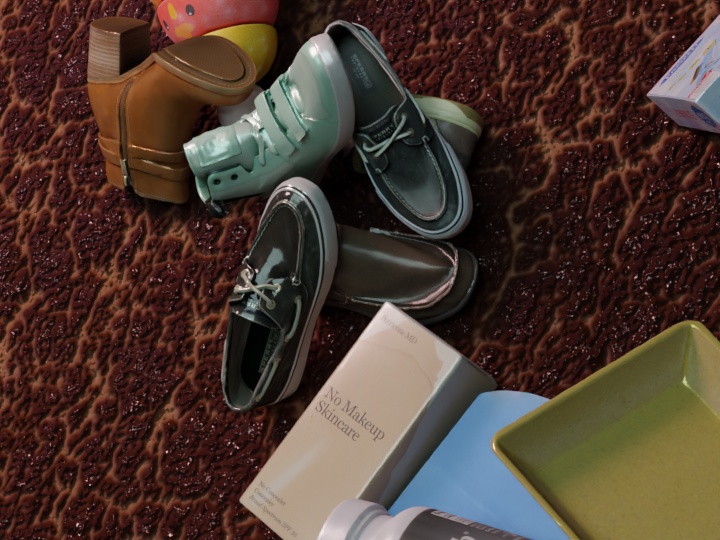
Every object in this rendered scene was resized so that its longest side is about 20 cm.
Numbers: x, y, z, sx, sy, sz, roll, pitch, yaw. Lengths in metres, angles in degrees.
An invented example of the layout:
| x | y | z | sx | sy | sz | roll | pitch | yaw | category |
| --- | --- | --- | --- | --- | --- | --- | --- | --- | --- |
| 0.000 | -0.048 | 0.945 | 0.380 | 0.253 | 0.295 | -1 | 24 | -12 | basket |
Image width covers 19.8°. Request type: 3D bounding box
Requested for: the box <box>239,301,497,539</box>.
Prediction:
| x | y | z | sx | sy | sz | roll | pitch | yaw | category |
| --- | --- | --- | --- | --- | --- | --- | --- | --- | --- |
| 0.007 | 0.136 | 1.642 | 0.095 | 0.078 | 0.200 | 34 | 89 | 33 | box |

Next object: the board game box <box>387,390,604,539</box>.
| x | y | z | sx | sy | sz | roll | pitch | yaw | category |
| --- | --- | --- | --- | --- | --- | --- | --- | --- | --- |
| 0.114 | 0.196 | 1.592 | 0.158 | 0.039 | 0.200 | 39 | 94 | 26 | board game box |

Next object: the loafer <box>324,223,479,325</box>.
| x | y | z | sx | sy | sz | roll | pitch | yaw | category |
| --- | --- | --- | --- | --- | --- | --- | --- | --- | --- |
| 0.000 | 0.000 | 1.702 | 0.200 | 0.071 | 0.073 | 3 | 73 | 28 | loafer |

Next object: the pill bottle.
| x | y | z | sx | sy | sz | roll | pitch | yaw | category |
| --- | --- | --- | --- | --- | --- | --- | --- | --- | --- |
| 0.069 | 0.240 | 1.512 | 0.200 | 0.116 | 0.116 | 14 | 78 | 25 | pill bottle |

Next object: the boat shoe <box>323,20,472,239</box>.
| x | y | z | sx | sy | sz | roll | pitch | yaw | category |
| --- | --- | --- | --- | --- | --- | --- | --- | --- | --- |
| 0.019 | -0.113 | 1.668 | 0.072 | 0.071 | 0.200 | -34 | 78 | 12 | boat shoe |

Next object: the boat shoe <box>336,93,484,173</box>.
| x | y | z | sx | sy | sz | roll | pitch | yaw | category |
| --- | --- | --- | --- | --- | --- | --- | --- | --- | --- |
| 0.004 | -0.115 | 1.744 | 0.200 | 0.073 | 0.065 | 5 | 68 | 28 | boat shoe |

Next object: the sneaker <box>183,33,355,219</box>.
| x | y | z | sx | sy | sz | roll | pitch | yaw | category |
| --- | --- | --- | --- | --- | --- | --- | --- | --- | --- |
| -0.077 | -0.111 | 1.662 | 0.118 | 0.201 | 0.074 | -14 | 65 | -22 | sneaker |

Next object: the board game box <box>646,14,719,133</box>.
| x | y | z | sx | sy | sz | roll | pitch | yaw | category |
| --- | --- | --- | --- | --- | --- | --- | --- | --- | --- |
| 0.313 | -0.190 | 1.556 | 0.041 | 0.200 | 0.200 | 42 | 94 | -6 | board game box |

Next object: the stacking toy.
| x | y | z | sx | sy | sz | roll | pitch | yaw | category |
| --- | --- | --- | --- | --- | --- | --- | --- | --- | --- |
| -0.117 | -0.212 | 1.827 | 0.146 | 0.146 | 0.200 | -19 | 80 | 19 | stacking toy |

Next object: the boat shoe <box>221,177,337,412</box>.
| x | y | z | sx | sy | sz | roll | pitch | yaw | category |
| --- | --- | --- | --- | --- | --- | --- | --- | --- | --- |
| -0.070 | 0.024 | 1.678 | 0.071 | 0.064 | 0.200 | 21 | 113 | 28 | boat shoe |

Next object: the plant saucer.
| x | y | z | sx | sy | sz | roll | pitch | yaw | category |
| --- | --- | --- | --- | --- | --- | --- | --- | --- | --- |
| 0.228 | 0.156 | 1.506 | 0.200 | 0.049 | 0.200 | -29 | 55 | -20 | plant saucer |

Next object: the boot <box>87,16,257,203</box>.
| x | y | z | sx | sy | sz | roll | pitch | yaw | category |
| --- | --- | --- | --- | --- | --- | --- | --- | --- | --- |
| -0.159 | -0.128 | 1.793 | 0.200 | 0.074 | 0.155 | 23 | 124 | 42 | boot |
